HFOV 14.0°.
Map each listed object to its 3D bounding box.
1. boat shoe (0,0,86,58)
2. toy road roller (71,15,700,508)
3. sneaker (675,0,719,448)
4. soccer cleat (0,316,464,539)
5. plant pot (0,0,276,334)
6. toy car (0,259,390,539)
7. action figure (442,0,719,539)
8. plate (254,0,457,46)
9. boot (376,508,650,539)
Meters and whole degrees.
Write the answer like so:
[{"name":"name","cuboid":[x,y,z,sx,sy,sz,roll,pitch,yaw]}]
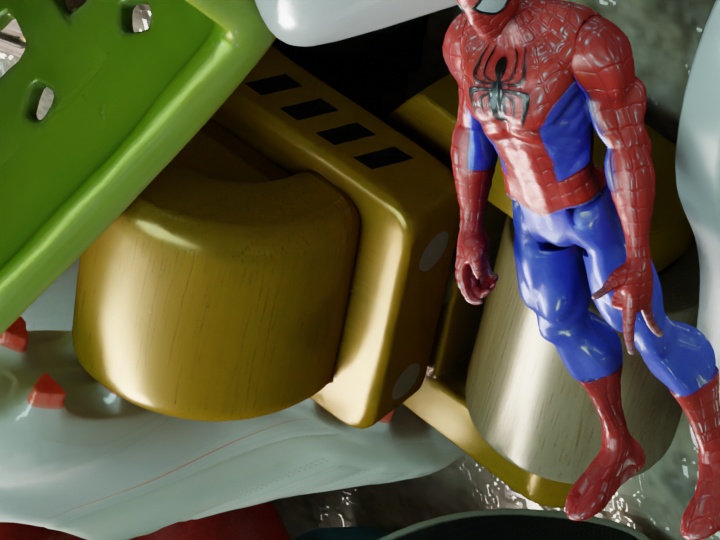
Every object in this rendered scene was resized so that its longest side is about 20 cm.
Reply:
[{"name":"boat shoe","cuboid":[-0.162,-0.116,1.069,0.200,0.072,0.068,19,131,37]},{"name":"toy road roller","cuboid":[0.000,0.000,0.922,0.200,0.146,0.123,35,138,24]},{"name":"sneaker","cuboid":[0.141,-0.011,0.833,0.085,0.073,0.200,25,144,29]},{"name":"soccer cleat","cuboid":[-0.053,0.054,0.989,0.069,0.200,0.078,61,137,39]},{"name":"plant pot","cuboid":[-0.177,-0.094,0.848,0.200,0.199,0.182,-45,49,14]},{"name":"toy car","cuboid":[-0.096,0.064,1.094,0.177,0.184,0.200,-17,75,52]},{"name":"action figure","cuboid":[0.060,-0.009,0.818,0.065,0.052,0.200,11,132,40]},{"name":"plate","cuboid":[0.039,-0.168,0.760,0.200,0.032,0.200,-14,111,12]},{"name":"boot","cuboid":[0.018,0.163,1.020,0.072,0.200,0.144,-109,8,-46]}]
